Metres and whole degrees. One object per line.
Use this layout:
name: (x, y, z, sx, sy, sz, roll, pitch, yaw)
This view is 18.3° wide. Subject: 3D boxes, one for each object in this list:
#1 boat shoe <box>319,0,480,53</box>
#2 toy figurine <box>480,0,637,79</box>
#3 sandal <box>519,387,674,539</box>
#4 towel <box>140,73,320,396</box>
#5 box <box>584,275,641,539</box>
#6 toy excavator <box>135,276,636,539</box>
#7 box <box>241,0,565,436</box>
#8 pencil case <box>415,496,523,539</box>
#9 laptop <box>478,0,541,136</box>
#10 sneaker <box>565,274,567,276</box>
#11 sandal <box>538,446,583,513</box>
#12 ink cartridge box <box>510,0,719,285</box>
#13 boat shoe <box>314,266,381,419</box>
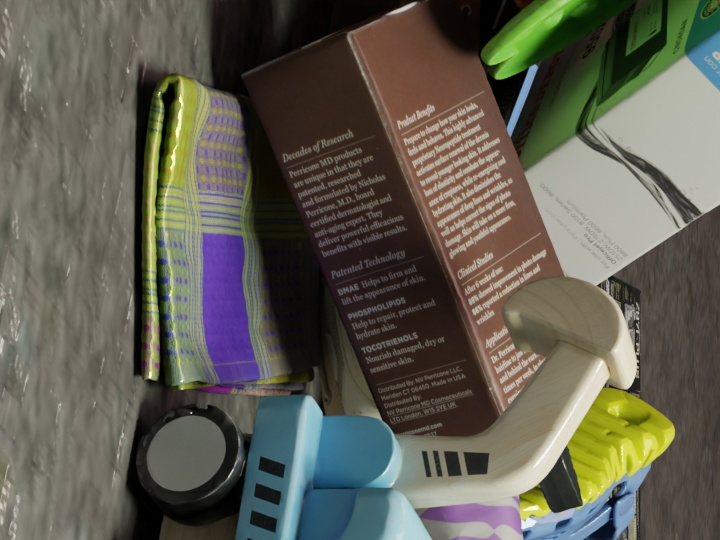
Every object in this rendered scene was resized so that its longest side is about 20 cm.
boat shoe: (0.028, -0.134, 1.195, 0.068, 0.072, 0.200, 46, 56, -31)
toy figurine: (0.069, -0.207, 1.106, 0.184, 0.150, 0.200, 57, 30, 3)
sandal: (0.112, 0.133, 1.294, 0.200, 0.079, 0.087, -11, 125, -50)
towel: (-0.056, -0.013, 1.044, 0.200, 0.023, 0.144, 12, 78, -73)
box: (0.149, 0.105, 1.616, 0.164, 0.086, 0.200, 15, 75, -73)
toy excavator: (0.012, 0.097, 0.955, 0.100, 0.200, 0.195, 65, 29, -54)
box: (0.030, -0.023, 1.066, 0.100, 0.075, 0.200, -30, 102, -54)
pencil case: (0.042, 0.125, 1.168, 0.084, 0.085, 0.200, 71, 13, -58)
laptop: (0.085, -0.082, 1.290, 0.200, 0.103, 0.178, -14, -128, 64)
sneaker: (0.092, 0.074, 1.500, 0.083, 0.072, 0.200, 19, 79, -28)
sandal: (0.106, 0.049, 1.250, 0.075, 0.048, 0.201, 63, 11, -45)
ink cartridge box: (0.174, -0.099, 1.184, 0.084, 0.200, 0.145, 41, 41, -14)
boat shoe: (0.000, 0.000, 1.170, 0.072, 0.065, 0.200, 16, 47, -27)
